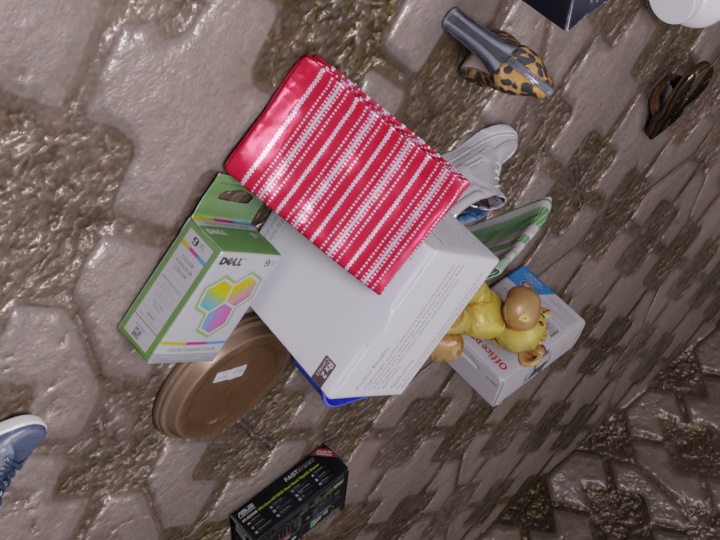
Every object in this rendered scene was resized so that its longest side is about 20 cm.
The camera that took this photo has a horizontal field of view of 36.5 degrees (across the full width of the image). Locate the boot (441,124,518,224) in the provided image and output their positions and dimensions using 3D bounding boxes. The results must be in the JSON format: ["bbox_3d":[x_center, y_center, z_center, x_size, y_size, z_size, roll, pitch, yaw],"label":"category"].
[{"bbox_3d":[0.151,-0.113,1.378,0.200,0.096,0.074,-30,151,-32],"label":"boot"}]

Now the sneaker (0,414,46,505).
[{"bbox_3d":[-0.375,0.230,1.068,0.200,0.085,0.075,-43,155,-8],"label":"sneaker"}]

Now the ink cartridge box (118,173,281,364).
[{"bbox_3d":[-0.149,0.002,1.115,0.200,0.059,0.104,-55,154,17],"label":"ink cartridge box"}]

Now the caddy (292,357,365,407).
[{"bbox_3d":[0.007,0.111,1.470,0.200,0.105,0.141,-9,137,-54],"label":"caddy"}]

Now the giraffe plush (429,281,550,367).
[{"bbox_3d":[0.192,0.069,1.572,0.200,0.162,0.173,75,31,-67],"label":"giraffe plush"}]

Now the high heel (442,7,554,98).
[{"bbox_3d":[0.177,-0.211,1.214,0.071,0.143,0.200,-51,155,11],"label":"high heel"}]

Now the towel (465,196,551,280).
[{"bbox_3d":[0.132,-0.023,1.267,0.152,0.023,0.200,-19,-167,36],"label":"towel"}]

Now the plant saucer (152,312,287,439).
[{"bbox_3d":[-0.163,0.135,1.331,0.200,0.029,0.200,-35,152,-22],"label":"plant saucer"}]

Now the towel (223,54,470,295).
[{"bbox_3d":[-0.016,-0.092,1.041,0.145,0.200,0.022,-51,178,9],"label":"towel"}]

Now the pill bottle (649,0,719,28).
[{"bbox_3d":[0.471,-0.391,1.454,0.200,0.111,0.111,-29,150,-32],"label":"pill bottle"}]

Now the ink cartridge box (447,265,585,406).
[{"bbox_3d":[0.243,0.105,1.789,0.200,0.146,0.086,-32,154,-28],"label":"ink cartridge box"}]

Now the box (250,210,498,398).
[{"bbox_3d":[0.000,0.000,1.170,0.131,0.200,0.199,6,124,-53],"label":"box"}]

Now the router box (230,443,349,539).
[{"bbox_3d":[-0.112,0.385,1.745,0.200,0.062,0.150,-34,152,-26],"label":"router box"}]

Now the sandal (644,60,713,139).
[{"bbox_3d":[0.495,-0.276,1.741,0.082,0.055,0.200,-34,168,-12],"label":"sandal"}]

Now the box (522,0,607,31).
[{"bbox_3d":[0.176,-0.339,0.955,0.182,0.200,0.104,-37,153,-21],"label":"box"}]
